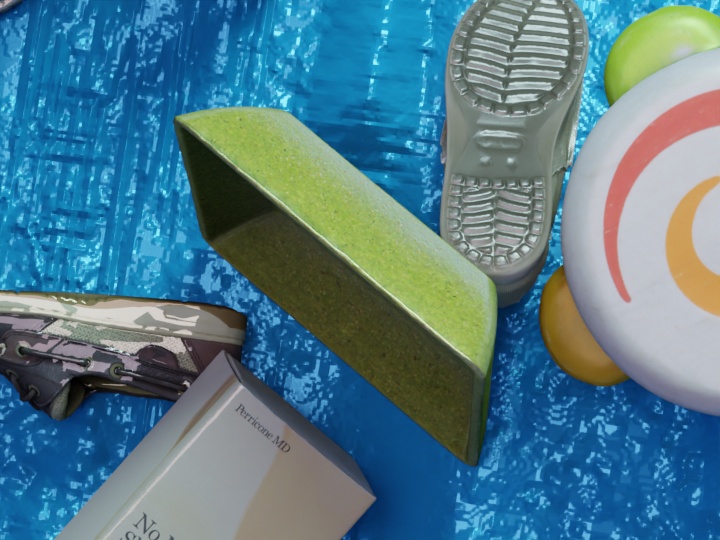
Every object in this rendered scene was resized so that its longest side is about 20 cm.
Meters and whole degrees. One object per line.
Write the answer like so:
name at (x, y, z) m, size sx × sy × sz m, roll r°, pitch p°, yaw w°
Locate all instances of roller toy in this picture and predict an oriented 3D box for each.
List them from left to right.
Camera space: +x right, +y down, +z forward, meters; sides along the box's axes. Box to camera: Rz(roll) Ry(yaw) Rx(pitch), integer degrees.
roller toy at (0.195, -0.020, 1.353) m, size 0.182 × 0.140 × 0.201 m, roll 17°, pitch 96°, yaw 7°

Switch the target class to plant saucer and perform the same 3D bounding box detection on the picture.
plant saucer at (0.000, 0.000, 1.366) m, size 0.200 × 0.200 × 0.048 m, roll 40°, pitch 78°, yaw 12°

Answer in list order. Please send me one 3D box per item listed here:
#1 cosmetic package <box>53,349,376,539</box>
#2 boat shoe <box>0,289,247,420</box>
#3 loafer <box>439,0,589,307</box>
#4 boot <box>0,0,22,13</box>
cosmetic package at (-0.097, 0.153, 1.407) m, size 0.105 × 0.071 × 0.200 m, roll 39°, pitch 94°, yaw -17°
boat shoe at (-0.161, 0.048, 1.449) m, size 0.200 × 0.072 × 0.066 m, roll 1°, pitch 79°, yaw 6°
loafer at (0.074, -0.064, 1.398) m, size 0.075 × 0.068 × 0.201 m, roll 11°, pitch 54°, yaw 4°
boot at (-0.190, -0.204, 1.464) m, size 0.200 × 0.107 × 0.075 m, roll -33°, pitch 82°, yaw 8°
